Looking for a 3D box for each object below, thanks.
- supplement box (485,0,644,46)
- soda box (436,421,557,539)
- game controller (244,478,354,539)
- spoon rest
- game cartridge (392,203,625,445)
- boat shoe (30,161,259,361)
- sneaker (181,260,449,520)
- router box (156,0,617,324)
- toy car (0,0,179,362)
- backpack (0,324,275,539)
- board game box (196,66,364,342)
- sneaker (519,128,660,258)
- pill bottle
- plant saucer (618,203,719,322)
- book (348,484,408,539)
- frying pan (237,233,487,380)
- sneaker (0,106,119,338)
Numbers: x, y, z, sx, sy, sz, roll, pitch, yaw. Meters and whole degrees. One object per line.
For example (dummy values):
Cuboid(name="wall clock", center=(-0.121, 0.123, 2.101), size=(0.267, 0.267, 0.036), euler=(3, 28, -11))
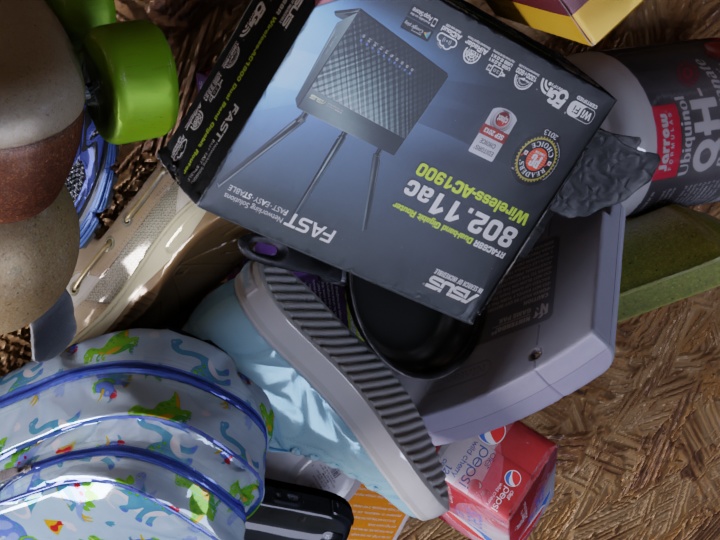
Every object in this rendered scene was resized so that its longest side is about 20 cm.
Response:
Cuboid(name="supplement box", center=(0.103, -0.257, 0.925), size=(0.197, 0.133, 0.200), euler=(-43, 112, -4))
Cuboid(name="soda box", center=(0.095, 0.151, 1.340), size=(0.064, 0.070, 0.200), euler=(-56, 166, -11))
Cuboid(name="game controller", center=(-0.107, 0.164, 1.202), size=(0.199, 0.042, 0.104), euler=(15, 139, -22))
Cuboid(name="spoon rest", center=(-0.051, 0.093, 1.218), size=(0.099, 0.061, 0.200), euler=(-35, 135, -12))
Cuboid(name="game cartridge", center=(0.074, 0.040, 1.169), size=(0.199, 0.134, 0.040), euler=(-22, 127, 35))
Cuboid(name="boat shoe", center=(-0.131, 0.004, 1.071), size=(0.072, 0.065, 0.200), euler=(-2, 143, -49))
Cuboid(name="sneaker", center=(-0.027, 0.080, 1.094), size=(0.082, 0.074, 0.200), euler=(-31, 114, 20))
Cuboid(name="router box", center=(0.016, -0.075, 0.991), size=(0.199, 0.062, 0.150), euler=(23, 106, -35))
Cuboid(name="toy car", center=(-0.185, -0.032, 0.895), size=(0.164, 0.158, 0.201), euler=(-13, 128, -24))
Cuboid(name="backpack", center=(-0.137, 0.112, 1.031), size=(0.200, 0.154, 0.163), euler=(-33, 121, 19))
Cuboid(name="board game box", center=(-0.027, -0.036, 1.111), size=(0.120, 0.032, 0.201), euler=(-23, 119, -33))
Cuboid(name="sneaker", center=(0.077, -0.082, 1.093), size=(0.200, 0.060, 0.104), euler=(36, 94, -28))
Cuboid(name="pill bottle", center=(0.177, -0.090, 1.232), size=(0.199, 0.111, 0.111), euler=(-11, 131, -37))
Cuboid(name="plant saucer", center=(0.168, 0.005, 1.277), size=(0.199, 0.048, 0.200), euler=(-21, 172, 18))
Cuboid(name="book", center=(-0.012, 0.145, 1.327), size=(0.133, 0.048, 0.201), euler=(12, 114, -47))
Cuboid(name="frying pan", center=(0.005, 0.016, 1.089), size=(0.190, 0.031, 0.116), euler=(-19, 97, -43))
Cuboid(name="sneaker", center=(-0.197, -0.023, 0.976), size=(0.078, 0.075, 0.200), euler=(26, 103, -48))
